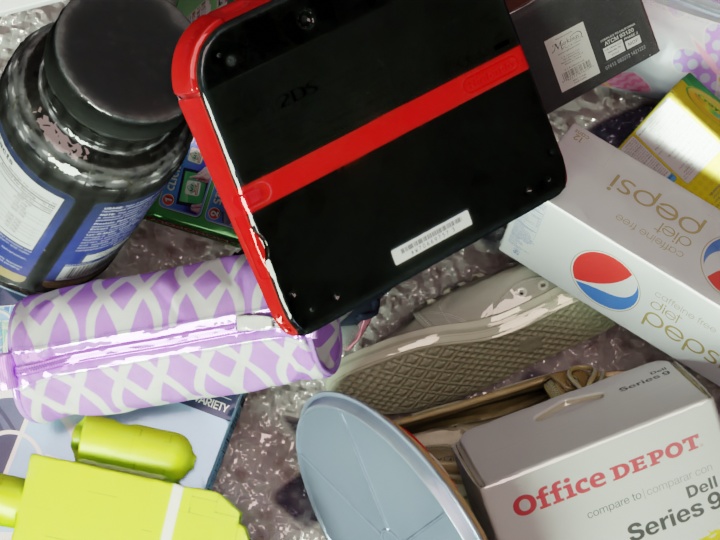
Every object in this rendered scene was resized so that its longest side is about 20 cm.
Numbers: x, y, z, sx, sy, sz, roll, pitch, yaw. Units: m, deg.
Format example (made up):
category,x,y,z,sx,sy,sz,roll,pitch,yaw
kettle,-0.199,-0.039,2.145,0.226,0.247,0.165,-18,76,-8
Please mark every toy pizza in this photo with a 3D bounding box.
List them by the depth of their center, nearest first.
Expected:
category,x,y,z,sx,sy,sz,roll,pitch,yaw
toy pizza,0.032,0.153,1.054,0.032,0.200,0.201,-30,82,-24

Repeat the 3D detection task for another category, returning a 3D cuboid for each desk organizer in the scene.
category,x,y,z,sx,sy,sz,roll,pitch,yaw
desk organizer,0.066,-0.124,1.088,0.199,0.077,0.072,-29,120,-5

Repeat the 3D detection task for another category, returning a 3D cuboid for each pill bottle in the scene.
category,x,y,z,sx,sy,sz,roll,pitch,yaw
pill bottle,-0.160,-0.074,1.042,0.111,0.200,0.112,12,61,-22

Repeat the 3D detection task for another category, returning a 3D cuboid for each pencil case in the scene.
category,x,y,z,sx,sy,sz,roll,pitch,yaw
pencil case,-0.106,0.039,1.055,0.199,0.086,0.084,-12,103,13
pencil case,0.211,-0.144,1.155,0.199,0.091,0.083,15,78,2

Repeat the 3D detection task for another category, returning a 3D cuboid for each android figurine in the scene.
category,x,y,z,sx,sy,sz,roll,pitch,yaw
android figurine,-0.144,0.180,1.075,0.199,0.041,0.183,10,81,-1

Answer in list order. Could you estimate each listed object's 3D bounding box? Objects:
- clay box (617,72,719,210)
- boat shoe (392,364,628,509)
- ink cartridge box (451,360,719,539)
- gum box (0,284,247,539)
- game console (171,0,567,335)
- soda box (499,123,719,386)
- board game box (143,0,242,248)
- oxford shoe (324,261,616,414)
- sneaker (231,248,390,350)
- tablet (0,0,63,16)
category,x,y,z,sx,sy,sz,roll,pitch,yaw
clay box,0.235,-0.011,1.127,0.200,0.048,0.115,44,124,4
boat shoe,0.101,0.099,1.118,0.200,0.063,0.073,-11,56,0
ink cartridge box,0.155,0.173,1.070,0.145,0.088,0.201,-20,104,-4
gum box,-0.181,0.132,1.124,0.169,0.045,0.201,21,80,2
game console,0.008,-0.084,0.998,0.200,0.031,0.177,-28,108,-22
soda box,0.186,0.000,1.079,0.200,0.064,0.068,33,54,12
board game box,-0.065,-0.116,1.175,0.134,0.029,0.201,17,81,2
oxford shoe,0.070,0.034,1.139,0.199,0.075,0.058,-23,56,-1
sneaker,0.000,0.000,1.115,0.199,0.070,0.082,-24,98,9
tablet,-0.152,-0.174,1.086,0.130,0.200,0.014,-8,103,26
